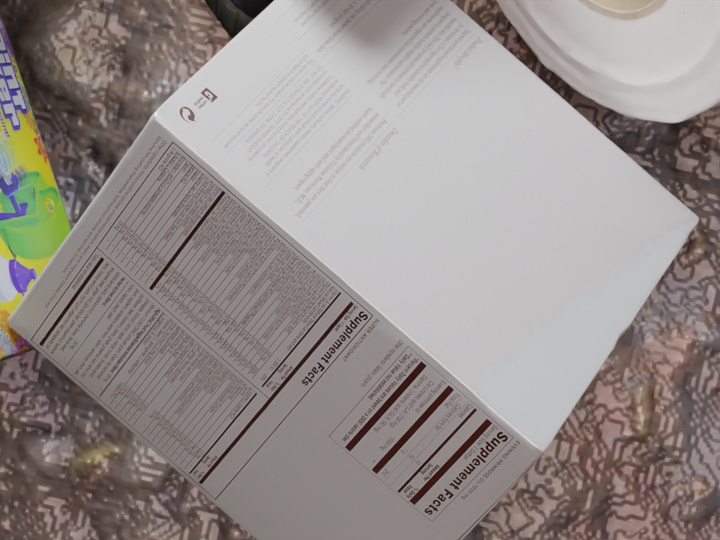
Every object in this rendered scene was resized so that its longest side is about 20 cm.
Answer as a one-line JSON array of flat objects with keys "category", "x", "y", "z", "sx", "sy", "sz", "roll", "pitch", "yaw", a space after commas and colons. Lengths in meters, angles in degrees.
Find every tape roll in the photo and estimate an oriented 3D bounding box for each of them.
[{"category": "tape roll", "x": 0.124, "y": -0.169, "z": 1.121, "sx": 0.071, "sy": 0.202, "sz": 0.204, "roll": -26, "pitch": 90, "yaw": -29}]

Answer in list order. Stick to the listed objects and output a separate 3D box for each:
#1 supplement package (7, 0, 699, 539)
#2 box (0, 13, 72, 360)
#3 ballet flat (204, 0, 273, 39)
[{"category": "supplement package", "x": 0.000, "y": 0.000, "z": 1.114, "sx": 0.200, "sy": 0.191, "sz": 0.147, "roll": 41, "pitch": 131, "yaw": 0}, {"category": "box", "x": -0.246, "y": -0.035, "z": 1.150, "sx": 0.191, "sy": 0.122, "sz": 0.201, "roll": -19, "pitch": 91, "yaw": 23}, {"category": "ballet flat", "x": -0.057, "y": -0.165, "z": 1.201, "sx": 0.066, "sy": 0.057, "sz": 0.201, "roll": -30, "pitch": 90, "yaw": 0}]
